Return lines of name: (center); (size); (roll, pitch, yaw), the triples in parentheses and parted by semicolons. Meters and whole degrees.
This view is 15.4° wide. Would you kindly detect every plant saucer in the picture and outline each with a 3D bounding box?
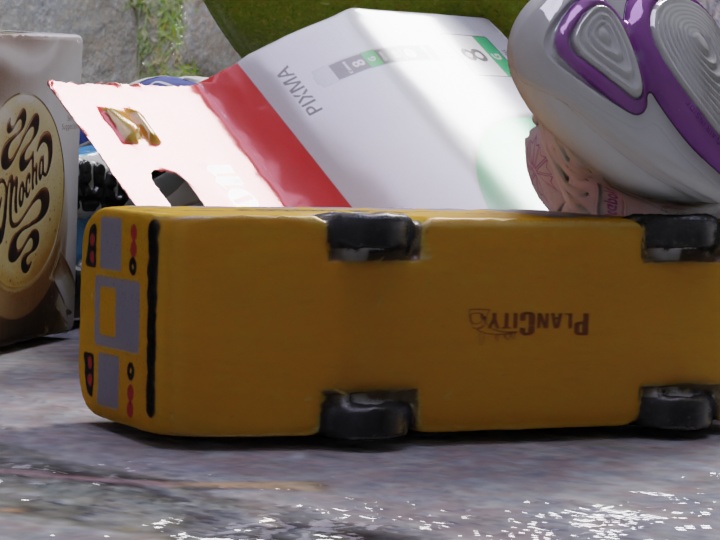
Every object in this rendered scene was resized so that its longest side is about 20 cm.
plant saucer: (0.035, -0.096, 1.131); (0.199, 0.048, 0.200); (2, 0, 4)

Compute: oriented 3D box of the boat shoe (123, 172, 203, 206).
boat shoe: (0.000, -0.001, 1.019); (0.201, 0.065, 0.074); (3, -34, -42)

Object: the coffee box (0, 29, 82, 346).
coffee box: (-0.169, -0.028, 0.906); (0.079, 0.114, 0.200); (4, 5, 16)

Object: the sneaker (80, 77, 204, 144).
sneaker: (-0.171, -0.058, 1.443); (0.199, 0.081, 0.115); (-2, 4, 43)

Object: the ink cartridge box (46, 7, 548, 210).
ink cartridge box: (0.012, -0.030, 0.939); (0.200, 0.050, 0.161); (1, 41, -45)

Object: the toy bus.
toy bus: (0.022, 0.014, 0.800); (0.199, 0.065, 0.078); (0, 3, -28)

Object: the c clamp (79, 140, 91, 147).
c clamp: (-0.109, -0.039, 1.249); (0.171, 0.027, 0.200); (-26, -17, 36)

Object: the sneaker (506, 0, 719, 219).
sneaker: (0.087, -0.040, 0.864); (0.099, 0.075, 0.200); (-21, -18, 25)

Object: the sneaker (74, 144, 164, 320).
sneaker: (-0.123, -0.024, 1.106); (0.090, 0.079, 0.200); (0, 3, 22)
